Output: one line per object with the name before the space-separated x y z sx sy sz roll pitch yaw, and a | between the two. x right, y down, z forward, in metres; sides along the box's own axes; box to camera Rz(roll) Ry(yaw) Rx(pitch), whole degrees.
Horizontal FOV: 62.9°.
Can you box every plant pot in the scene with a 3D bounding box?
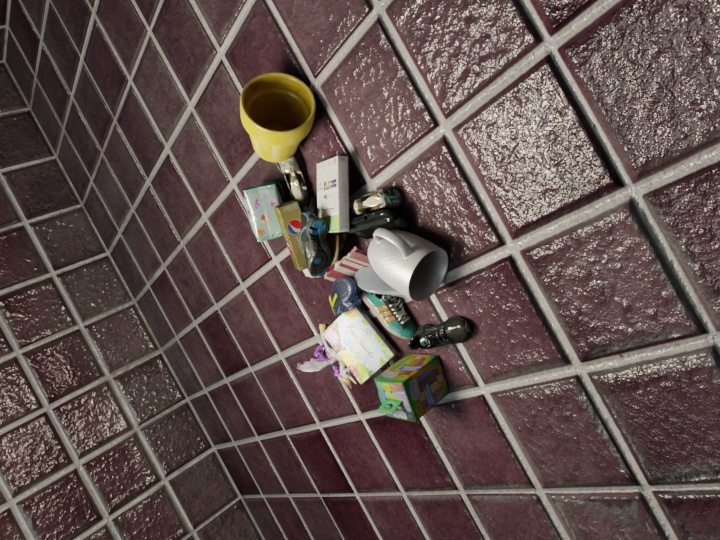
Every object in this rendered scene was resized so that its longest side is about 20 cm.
plant pot | -0.230 -0.404 1.623 0.201 0.201 0.189 51 157 13

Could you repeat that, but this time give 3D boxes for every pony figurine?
pony figurine | -0.090 0.271 1.909 0.193 0.166 0.201 6 101 35

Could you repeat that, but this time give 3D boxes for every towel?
towel | 0.000 0.000 1.658 0.200 0.144 0.023 -37 39 52

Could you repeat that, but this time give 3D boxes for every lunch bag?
lunch bag | -0.291 -0.189 1.848 0.200 0.122 0.171 -121 18 -78

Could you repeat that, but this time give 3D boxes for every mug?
mug | 0.099 -0.038 1.468 0.175 0.148 0.200 33 168 37

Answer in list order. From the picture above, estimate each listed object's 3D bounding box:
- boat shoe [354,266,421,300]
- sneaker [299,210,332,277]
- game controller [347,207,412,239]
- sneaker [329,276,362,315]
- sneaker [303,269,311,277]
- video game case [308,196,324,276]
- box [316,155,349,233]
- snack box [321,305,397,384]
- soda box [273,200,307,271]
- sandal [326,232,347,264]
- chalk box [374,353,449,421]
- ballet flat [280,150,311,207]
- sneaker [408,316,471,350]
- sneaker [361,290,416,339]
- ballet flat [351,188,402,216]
boat shoe | 0.085 0.041 1.603 0.201 0.075 0.086 6 159 25
sneaker | -0.127 -0.074 1.638 0.082 0.073 0.201 46 144 43
game controller | 0.043 -0.123 1.553 0.200 0.104 0.042 -10 70 51
sneaker | -0.035 0.066 1.688 0.200 0.082 0.074 122 133 -66
sneaker | -0.185 -0.066 1.854 0.099 0.075 0.201 -11 103 52
video game case | -0.125 -0.102 1.737 0.143 0.019 0.201 -92 -7 -66
box | -0.076 -0.202 1.606 0.144 0.036 0.201 2 92 63
snack box | -0.003 0.221 1.785 0.142 0.053 0.200 -44 75 12
soda box | -0.191 -0.104 1.748 0.068 0.064 0.201 23 132 68
sandal | -0.065 -0.121 1.699 0.078 0.069 0.212 -35 62 52
chalk box | 0.128 0.332 1.637 0.124 0.200 0.124 -4 109 49
ballet flat | -0.195 -0.280 1.737 0.073 0.073 0.201 2 115 48
sneaker | 0.207 0.177 1.554 0.200 0.079 0.076 -25 92 51
sneaker | 0.087 0.106 1.652 0.200 0.071 0.080 44 137 15
ballet flat | 0.022 -0.176 1.556 0.200 0.074 0.074 -17 99 50
